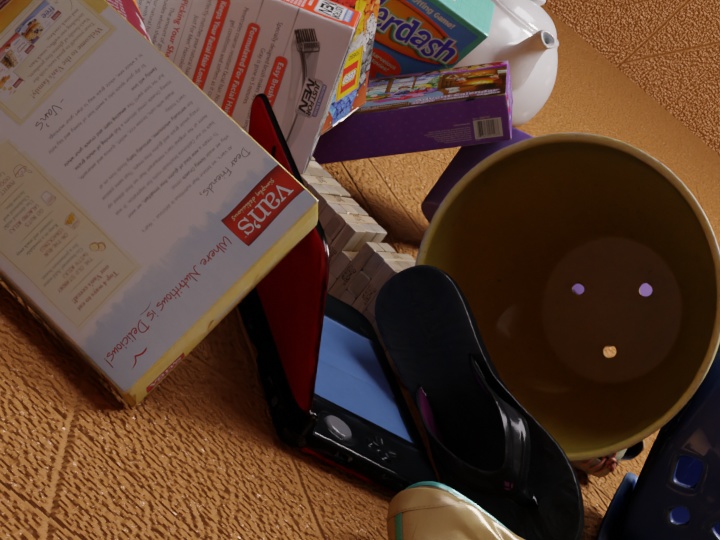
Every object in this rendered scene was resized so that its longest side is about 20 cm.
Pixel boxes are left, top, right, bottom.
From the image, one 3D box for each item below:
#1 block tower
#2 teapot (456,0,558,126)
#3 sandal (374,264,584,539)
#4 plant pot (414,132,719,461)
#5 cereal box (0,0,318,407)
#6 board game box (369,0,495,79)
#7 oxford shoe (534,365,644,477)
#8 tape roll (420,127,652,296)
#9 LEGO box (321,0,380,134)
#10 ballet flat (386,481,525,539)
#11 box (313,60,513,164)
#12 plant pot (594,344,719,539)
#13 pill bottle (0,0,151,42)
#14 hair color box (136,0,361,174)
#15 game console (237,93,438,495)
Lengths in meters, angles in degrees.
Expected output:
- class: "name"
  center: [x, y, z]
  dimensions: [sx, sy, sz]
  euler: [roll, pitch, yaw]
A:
- class: "block tower"
  center: [0.000, 0.000, 1.192]
  dimensions: [0.200, 0.058, 0.054]
  euler: [44, 18, 20]
- class: "teapot"
  center: [0.174, -0.287, 2.087]
  dimensions: [0.200, 0.146, 0.197]
  euler: [46, 18, 23]
- class: "sandal"
  center: [0.064, 0.089, 1.029]
  dimensions: [0.202, 0.075, 0.048]
  euler: [59, 15, 17]
- class: "plant pot"
  center: [0.148, 0.021, 1.104]
  dimensions: [0.200, 0.200, 0.142]
  euler: [45, 12, 18]
- class: "cereal box"
  center: [-0.139, -0.048, 0.889]
  dimensions: [0.200, 0.144, 0.040]
  euler: [44, -13, 10]
- class: "board game box"
  center: [-0.007, -0.199, 1.429]
  dimensions: [0.151, 0.200, 0.045]
  euler: [32, 47, -20]
- class: "oxford shoe"
  center: [0.162, 0.112, 1.227]
  dimensions: [0.075, 0.070, 0.199]
  euler: [52, 23, 18]
- class: "tape roll"
  center: [0.152, -0.029, 1.398]
  dimensions: [0.199, 0.085, 0.200]
  euler: [35, -6, 4]
- class: "LEGO box"
  center: [-0.086, -0.213, 1.269]
  dimensions: [0.199, 0.150, 0.077]
  euler: [26, 39, 23]
- class: "ballet flat"
  center: [0.092, 0.185, 0.944]
  dimensions: [0.199, 0.069, 0.064]
  euler: [29, 48, -24]
- class: "box"
  center: [0.022, -0.125, 1.354]
  dimensions: [0.137, 0.197, 0.040]
  euler: [-73, 155, -72]
- class: "plant pot"
  center: [0.265, 0.169, 1.107]
  dimensions: [0.200, 0.180, 0.200]
  euler: [40, 18, 6]
- class: "pill bottle"
  center: [-0.183, -0.130, 1.038]
  dimensions: [0.112, 0.113, 0.201]
  euler: [28, 21, -32]
- class: "hair color box"
  center: [-0.111, -0.157, 1.170]
  dimensions: [0.198, 0.112, 0.064]
  euler: [21, 20, -1]
- class: "game console"
  center: [-0.011, 0.016, 1.025]
  dimensions: [0.171, 0.119, 0.201]
  euler: [29, 21, -29]
